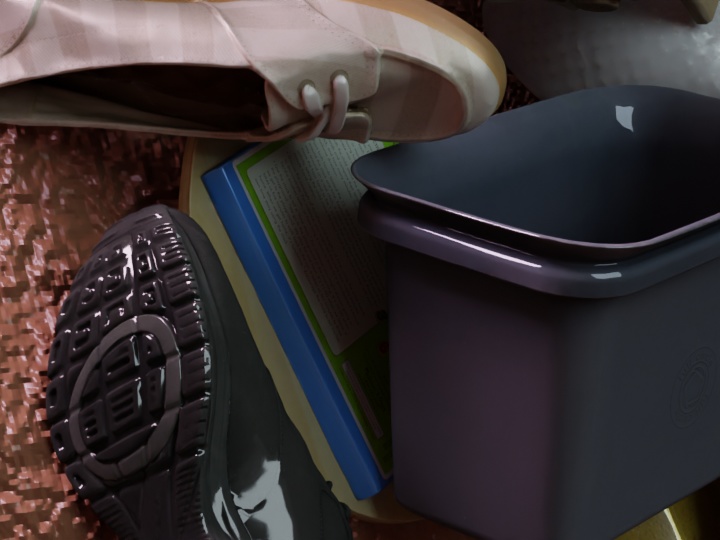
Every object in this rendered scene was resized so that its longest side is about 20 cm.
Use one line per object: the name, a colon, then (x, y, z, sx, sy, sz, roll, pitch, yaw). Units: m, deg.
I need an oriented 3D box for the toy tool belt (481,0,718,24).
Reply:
toy tool belt: (0.100, -0.205, 0.884, 0.122, 0.124, 0.202, 3, 81, -37)

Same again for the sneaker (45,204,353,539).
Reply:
sneaker: (-0.048, 0.076, 0.748, 0.090, 0.076, 0.202, -2, 77, -56)

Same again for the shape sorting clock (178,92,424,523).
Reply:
shape sorting clock: (0.000, 0.000, 0.853, 0.199, 0.039, 0.202, 16, 67, -43)

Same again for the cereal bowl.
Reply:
cereal bowl: (0.160, -0.114, 0.983, 0.199, 0.084, 0.201, 20, 29, -12)

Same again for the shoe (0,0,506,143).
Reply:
shoe: (-0.048, -0.067, 0.763, 0.198, 0.070, 0.054, 8, 56, 7)

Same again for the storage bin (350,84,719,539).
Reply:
storage bin: (0.084, 0.017, 0.824, 0.199, 0.145, 0.136, -19, 119, -48)

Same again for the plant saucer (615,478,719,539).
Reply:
plant saucer: (0.178, 0.148, 0.949, 0.199, 0.048, 0.201, -17, 82, -49)
